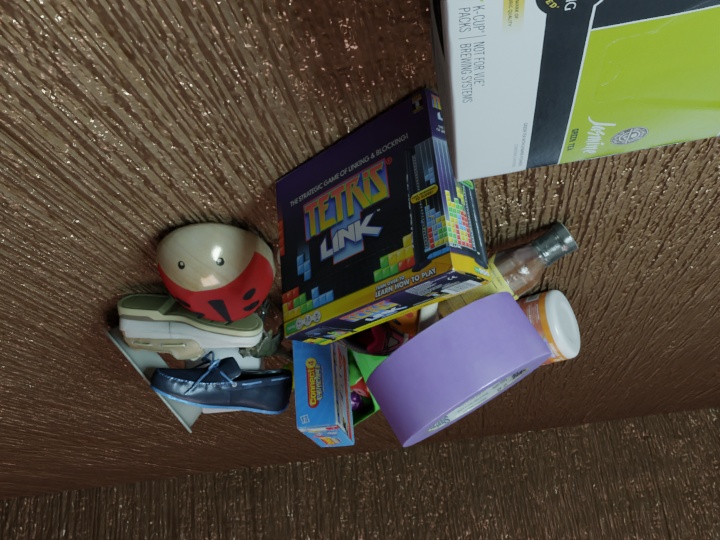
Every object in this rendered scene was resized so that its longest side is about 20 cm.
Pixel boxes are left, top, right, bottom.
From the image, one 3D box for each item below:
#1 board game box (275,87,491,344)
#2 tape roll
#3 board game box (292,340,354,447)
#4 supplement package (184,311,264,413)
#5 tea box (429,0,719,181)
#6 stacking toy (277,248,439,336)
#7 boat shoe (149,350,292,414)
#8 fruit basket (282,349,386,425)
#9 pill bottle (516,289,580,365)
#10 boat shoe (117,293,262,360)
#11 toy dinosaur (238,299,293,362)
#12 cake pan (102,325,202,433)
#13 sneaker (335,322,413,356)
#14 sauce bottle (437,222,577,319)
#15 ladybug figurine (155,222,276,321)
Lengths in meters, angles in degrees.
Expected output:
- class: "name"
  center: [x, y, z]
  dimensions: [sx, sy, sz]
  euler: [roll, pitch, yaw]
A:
- class: "board game box"
  center: [0.009, -0.039, 0.611]
  dimensions: [0.200, 0.166, 0.057]
  euler: [-25, 153, 39]
- class: "tape roll"
  center: [0.112, 0.115, 0.787]
  dimensions: [0.200, 0.085, 0.200]
  euler: [-29, 162, -11]
- class: "board game box"
  center: [-0.055, 0.150, 1.020]
  dimensions: [0.056, 0.200, 0.196]
  euler: [-7, 158, 4]
- class: "supplement package"
  center: [-0.211, 0.149, 1.090]
  dimensions: [0.109, 0.114, 0.200]
  euler: [-4, 156, -7]
- class: "tea box"
  center: [0.135, -0.165, 0.376]
  dimensions: [0.196, 0.134, 0.200]
  euler: [-8, 159, 6]
- class: "stacking toy"
  center: [0.000, 0.000, 0.799]
  dimensions: [0.200, 0.146, 0.146]
  euler: [8, 159, 7]
- class: "boat shoe"
  center: [-0.187, 0.146, 0.937]
  dimensions: [0.200, 0.069, 0.084]
  euler: [13, -171, -39]
- class: "fruit basket"
  center: [-0.037, 0.213, 1.281]
  dimensions: [0.215, 0.156, 0.216]
  euler: [-22, 165, -6]
- class: "pill bottle"
  center: [0.245, 0.110, 1.122]
  dimensions: [0.200, 0.112, 0.112]
  euler: [-21, 154, 31]
- class: "boat shoe"
  center: [-0.222, 0.079, 0.904]
  dimensions: [0.200, 0.069, 0.075]
  euler: [8, -158, 14]
- class: "toy dinosaur"
  center: [-0.131, 0.092, 1.002]
  dimensions: [0.047, 0.088, 0.200]
  euler: [3, 169, 20]
- class: "cake pan"
  center: [-0.301, 0.153, 1.010]
  dimensions: [0.037, 0.200, 0.200]
  euler: [-40, 166, -18]
- class: "sneaker"
  center: [-0.025, 0.055, 0.878]
  dimensions: [0.200, 0.081, 0.075]
  euler: [14, -171, 37]
- class: "sauce bottle"
  center: [0.176, 0.012, 0.859]
  dimensions: [0.200, 0.066, 0.066]
  euler: [-33, 153, 7]
- class: "ladybug figurine"
  center: [-0.167, 0.010, 0.812]
  dimensions: [0.136, 0.072, 0.200]
  euler: [-8, 158, 3]
